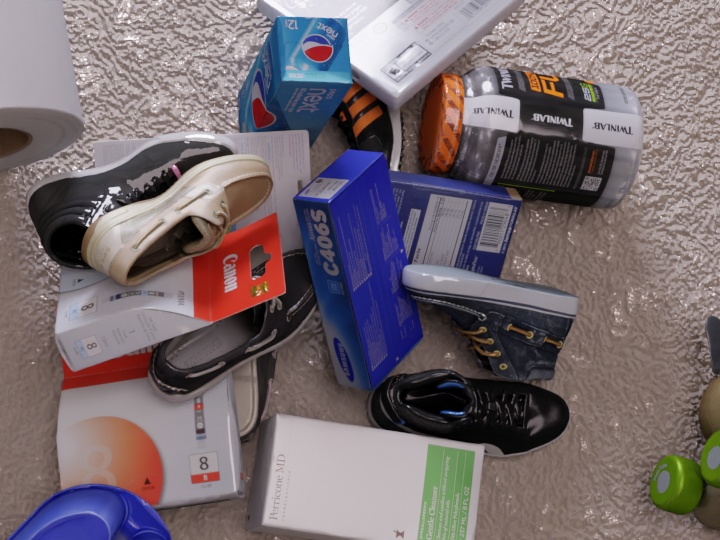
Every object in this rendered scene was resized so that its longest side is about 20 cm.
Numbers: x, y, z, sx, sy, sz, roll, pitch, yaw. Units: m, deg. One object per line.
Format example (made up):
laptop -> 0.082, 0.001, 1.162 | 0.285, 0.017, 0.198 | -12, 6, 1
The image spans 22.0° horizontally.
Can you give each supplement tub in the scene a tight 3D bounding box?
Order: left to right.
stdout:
supplement tub -> 0.164, -0.131, 1.798 | 0.199, 0.123, 0.123 | 7, 75, -13

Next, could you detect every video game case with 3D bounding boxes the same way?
video game case -> 0.031, -0.263, 1.801 | 0.182, 0.023, 0.200 | 38, 60, 19

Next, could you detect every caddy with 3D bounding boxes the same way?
caddy -> -0.251, 0.279, 1.598 | 0.200, 0.105, 0.141 | -44, 98, 2

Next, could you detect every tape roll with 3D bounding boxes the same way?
tape roll -> -0.354, -0.174, 1.636 | 0.202, 0.203, 0.140 | -8, 78, -16

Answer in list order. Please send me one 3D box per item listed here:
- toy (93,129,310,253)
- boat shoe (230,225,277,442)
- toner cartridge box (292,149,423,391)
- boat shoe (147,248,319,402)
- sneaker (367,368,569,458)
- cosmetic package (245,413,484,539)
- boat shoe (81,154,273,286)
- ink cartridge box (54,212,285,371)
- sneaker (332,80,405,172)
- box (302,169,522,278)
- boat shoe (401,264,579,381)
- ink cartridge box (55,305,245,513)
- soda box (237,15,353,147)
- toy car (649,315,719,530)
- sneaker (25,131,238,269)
toy -> -0.147, -0.072, 1.738 | 0.199, 0.047, 0.116 | -4, 102, -7
boat shoe -> -0.108, 0.061, 1.714 | 0.066, 0.057, 0.201 | 5, 79, 7
toner cartridge box -> 0.000, 0.000, 1.686 | 0.095, 0.043, 0.201 | -42, 130, -42
boat shoe -> -0.105, 0.039, 1.641 | 0.200, 0.060, 0.074 | -34, 76, -24
sneaker -> 0.113, 0.133, 1.727 | 0.199, 0.112, 0.073 | 3, 79, -12
cosmetic package -> 0.003, 0.200, 1.699 | 0.199, 0.085, 0.108 | 9, 78, -13
boat shoe -> -0.147, -0.040, 1.617 | 0.200, 0.072, 0.065 | -27, 48, -36
ink cartridge box -> -0.169, 0.001, 1.635 | 0.199, 0.160, 0.047 | -20, 118, 5
sneaker -> -0.006, -0.153, 1.793 | 0.090, 0.070, 0.201 | 4, 71, -7
box -> 0.043, -0.033, 1.751 | 0.199, 0.032, 0.122 | 7, 115, -17
boat shoe -> 0.118, 0.052, 1.738 | 0.199, 0.071, 0.091 | 11, 96, -33
ink cartridge box -> -0.193, 0.115, 1.660 | 0.161, 0.050, 0.201 | -9, 82, 6
soda box -> -0.063, -0.167, 1.706 | 0.067, 0.200, 0.065 | 0, 74, -14
toy car -> 0.383, 0.143, 1.785 | 0.164, 0.158, 0.201 | 17, 61, -22
sneaker -> -0.199, -0.057, 1.651 | 0.199, 0.071, 0.099 | -17, 40, 0
